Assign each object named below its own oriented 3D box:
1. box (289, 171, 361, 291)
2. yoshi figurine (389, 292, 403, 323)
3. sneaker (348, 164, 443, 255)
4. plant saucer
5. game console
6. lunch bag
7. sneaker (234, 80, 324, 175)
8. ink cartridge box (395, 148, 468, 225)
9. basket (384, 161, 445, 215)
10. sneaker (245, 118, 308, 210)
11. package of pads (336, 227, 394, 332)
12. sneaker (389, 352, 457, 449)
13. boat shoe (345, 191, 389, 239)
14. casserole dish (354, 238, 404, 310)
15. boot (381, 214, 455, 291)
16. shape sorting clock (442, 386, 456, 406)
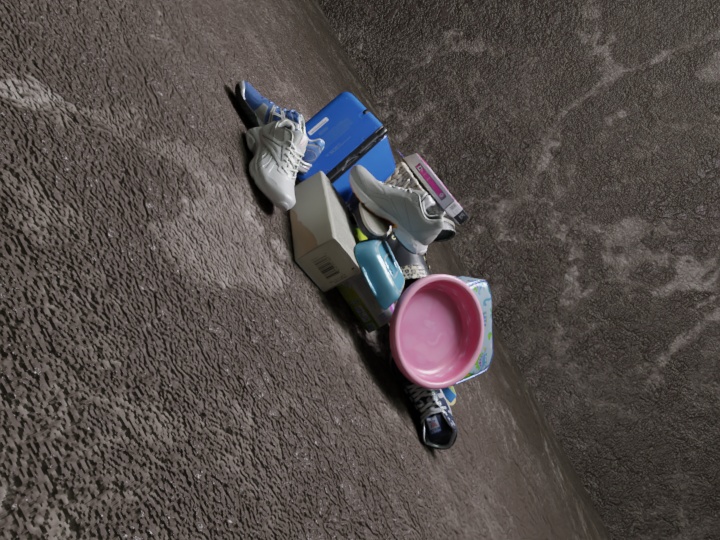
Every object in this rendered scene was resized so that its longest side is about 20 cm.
[{"bbox_3d":[-0.065,-0.071,1.140,0.095,0.078,0.200,51,17,-37],"label":"box"},{"bbox_3d":[0.145,0.121,1.360,0.200,0.112,0.112,40,32,-48],"label":"yoshi figurine"},{"bbox_3d":[0.069,-0.127,1.183,0.200,0.092,0.076,45,21,1],"label":"sneaker"},{"bbox_3d":[0.129,0.106,1.171,0.201,0.201,0.051,56,-25,-20],"label":"plant saucer"},{"bbox_3d":[-0.045,-0.217,1.313,0.171,0.200,0.118,46,-15,4],"label":"game console"},{"bbox_3d":[0.179,0.115,1.291,0.161,0.082,0.201,-16,108,-36],"label":"lunch bag"},{"bbox_3d":[-0.147,-0.270,1.204,0.200,0.077,0.076,48,9,-7],"label":"sneaker"},{"bbox_3d":[0.155,-0.190,1.437,0.200,0.037,0.095,54,12,30],"label":"ink cartridge box"},{"bbox_3d":[0.064,-0.128,1.451,0.124,0.200,0.136,59,13,14],"label":"basket"},{"bbox_3d":[-0.129,-0.187,1.093,0.078,0.099,0.200,43,22,-51],"label":"sneaker"},{"bbox_3d":[0.000,0.000,1.253,0.155,0.068,0.200,56,13,-24],"label":"package of pads"},{"bbox_3d":[0.117,0.236,1.203,0.200,0.070,0.109,59,12,-21],"label":"sneaker"},{"bbox_3d":[0.005,-0.098,1.236,0.073,0.063,0.200,38,19,-21],"label":"boat shoe"},{"bbox_3d":[0.039,-0.002,1.164,0.121,0.039,0.200,63,12,-4],"label":"casserole dish"},{"bbox_3d":[0.122,-0.033,1.331,0.203,0.074,0.154,-1,57,-30],"label":"boot"},{"bbox_3d":[0.134,0.201,1.396,0.200,0.039,0.200,47,13,-14],"label":"shape sorting clock"}]
